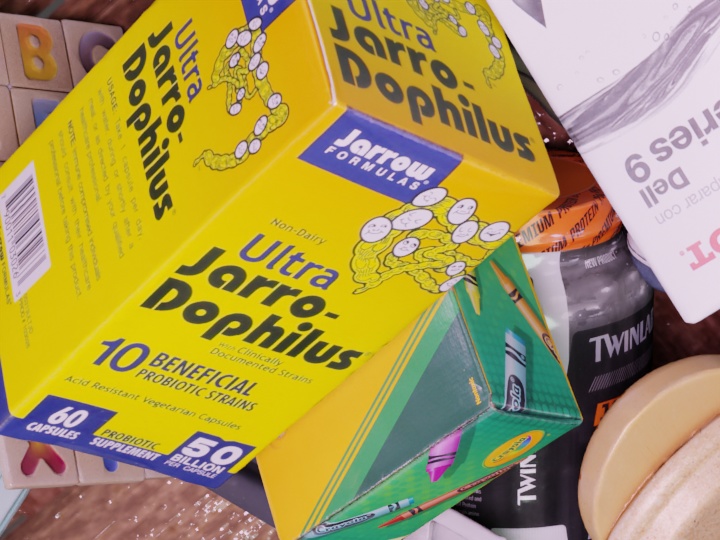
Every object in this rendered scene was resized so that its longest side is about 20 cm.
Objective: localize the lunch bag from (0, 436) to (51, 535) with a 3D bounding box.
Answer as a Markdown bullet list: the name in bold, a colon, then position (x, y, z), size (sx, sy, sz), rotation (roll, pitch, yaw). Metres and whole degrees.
- **lunch bag**: position (-0.189, 0.085, 0.861), size (0.077, 0.200, 0.160), rotation (42, 130, -15)

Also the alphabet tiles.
- **alphabet tiles**: position (-0.119, -0.011, 0.859), size (0.166, 0.006, 0.201), rotation (2, 70, -44)

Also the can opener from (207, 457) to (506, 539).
- **can opener**: position (-0.018, 0.105, 0.904), size (0.067, 0.200, 0.054), rotation (-22, 126, -44)

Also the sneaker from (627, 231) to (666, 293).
- **sneaker**: position (0.177, 0.030, 0.926), size (0.202, 0.077, 0.147), rotation (-9, 120, -45)

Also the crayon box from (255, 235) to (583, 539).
- **crayon box**: position (0.000, 0.000, 0.853), size (0.058, 0.201, 0.119), rotation (13, 140, -45)

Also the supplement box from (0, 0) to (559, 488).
- **supplement box**: position (-0.043, -0.024, 0.773), size (0.109, 0.110, 0.200), rotation (19, 132, -39)

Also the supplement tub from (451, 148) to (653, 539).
- **supplement tub**: position (0.068, 0.055, 0.934), size (0.122, 0.123, 0.201), rotation (-5, 110, -6)

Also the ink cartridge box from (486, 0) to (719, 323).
- **ink cartridge box**: position (0.135, -0.104, 0.768), size (0.146, 0.084, 0.200), rotation (-33, 88, 25)

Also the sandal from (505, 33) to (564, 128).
- **sandal**: position (0.070, -0.115, 0.887), size (0.201, 0.080, 0.057), rotation (28, 127, -33)

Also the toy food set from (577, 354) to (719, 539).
- **toy food set**: position (0.165, 0.120, 0.907), size (0.199, 0.049, 0.199), rotation (-6, 124, -33)
